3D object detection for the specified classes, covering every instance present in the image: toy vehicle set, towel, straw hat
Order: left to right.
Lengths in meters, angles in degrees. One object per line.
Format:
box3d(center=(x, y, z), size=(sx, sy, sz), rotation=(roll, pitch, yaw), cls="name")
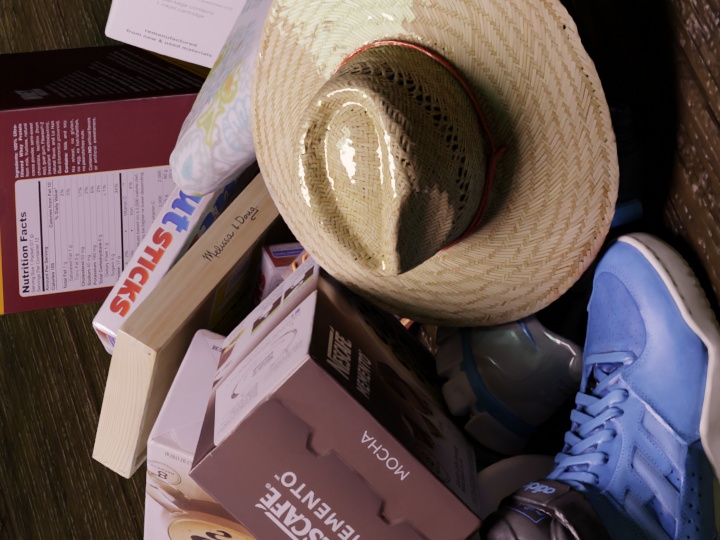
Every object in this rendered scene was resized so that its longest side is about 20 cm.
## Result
box3d(center=(-0.086, 0.018, 1.394), size=(0.026, 0.200, 0.125), rotation=(30, 139, 11), cls="toy vehicle set")
box3d(center=(-0.016, -0.145, 1.209), size=(0.171, 0.048, 0.201), rotation=(-44, 18, 48), cls="towel")
box3d(center=(0.013, -0.049, 1.054), size=(0.200, 0.085, 0.202), rotation=(11, 117, 22), cls="straw hat")

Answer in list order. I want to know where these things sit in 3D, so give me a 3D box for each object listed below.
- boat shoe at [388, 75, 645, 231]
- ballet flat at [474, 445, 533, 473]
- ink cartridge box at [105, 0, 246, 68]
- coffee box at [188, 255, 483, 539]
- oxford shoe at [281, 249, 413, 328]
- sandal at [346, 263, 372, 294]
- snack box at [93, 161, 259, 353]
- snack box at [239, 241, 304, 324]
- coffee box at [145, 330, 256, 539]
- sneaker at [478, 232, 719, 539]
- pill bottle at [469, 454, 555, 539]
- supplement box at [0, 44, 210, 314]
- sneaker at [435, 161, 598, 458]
box3d(center=(0.074, -0.090, 1.140), size=(0.200, 0.084, 0.069), rotation=(33, 131, 40), cls="boat shoe")
box3d(center=(0.043, 0.125, 1.271), size=(0.200, 0.071, 0.072), rotation=(116, 140, -53), cls="ballet flat")
box3d(center=(-0.078, -0.239, 1.358), size=(0.200, 0.083, 0.146), rotation=(115, 169, -49), cls="ink cartridge box")
box3d(center=(-0.009, 0.075, 1.124), size=(0.113, 0.080, 0.200), rotation=(45, -169, -9), cls="coffee box")
box3d(center=(0.000, 0.000, 1.318), size=(0.071, 0.072, 0.201), rotation=(60, 145, 40), cls="oxford shoe")
box3d(center=(-0.016, -0.052, 1.219), size=(0.201, 0.054, 0.082), rotation=(-100, 17, -56), cls="sandal")
box3d(center=(-0.093, -0.040, 1.399), size=(0.201, 0.024, 0.072), rotation=(-59, -9, -12), cls="snack box")
box3d(center=(-0.044, 0.058, 1.437), size=(0.201, 0.071, 0.024), rotation=(108, 146, -44), cls="snack box")
box3d(center=(-0.060, 0.132, 1.368), size=(0.200, 0.112, 0.080), rotation=(100, -168, -59), cls="coffee box")
box3d(center=(0.106, 0.086, 1.057), size=(0.077, 0.110, 0.202), rotation=(169, 94, -66), cls="sneaker")
box3d(center=(0.065, 0.186, 1.176), size=(0.200, 0.113, 0.114), rotation=(119, 138, -53), cls="pill bottle")
box3d(center=(-0.197, -0.068, 1.590), size=(0.197, 0.199, 0.134), rotation=(-150, 57, -61), cls="supplement box")
box3d(center=(0.077, -0.009, 1.175), size=(0.086, 0.075, 0.201), rotation=(-35, 51, 27), cls="sneaker")
